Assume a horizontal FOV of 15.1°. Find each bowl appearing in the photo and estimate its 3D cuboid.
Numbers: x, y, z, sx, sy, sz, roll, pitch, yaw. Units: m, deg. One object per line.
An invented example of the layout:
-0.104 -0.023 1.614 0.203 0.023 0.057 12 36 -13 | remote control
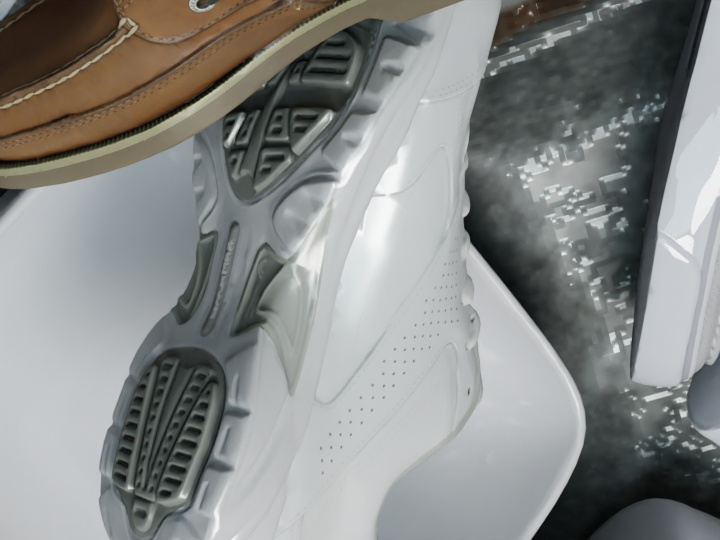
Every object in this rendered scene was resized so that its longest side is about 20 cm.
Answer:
-0.055 0.051 0.818 0.200 0.075 0.200 -50 116 -13 | bowl

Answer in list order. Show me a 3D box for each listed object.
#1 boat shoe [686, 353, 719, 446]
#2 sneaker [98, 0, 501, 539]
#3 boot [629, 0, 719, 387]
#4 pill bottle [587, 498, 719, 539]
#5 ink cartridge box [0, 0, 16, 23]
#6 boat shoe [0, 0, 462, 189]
0.190 -0.006 0.841 0.068 0.072 0.200 40 103 -21 | boat shoe
0.000 0.000 0.766 0.099 0.078 0.200 22 90 -39 | sneaker
0.142 -0.047 0.805 0.095 0.074 0.200 12 117 1 | boot
0.160 0.163 0.906 0.200 0.112 0.112 25 115 -17 | pill bottle
-0.095 -0.151 0.709 0.094 0.044 0.200 30 135 -14 | ink cartridge box
-0.036 -0.091 0.723 0.200 0.072 0.068 -26 130 18 | boat shoe
